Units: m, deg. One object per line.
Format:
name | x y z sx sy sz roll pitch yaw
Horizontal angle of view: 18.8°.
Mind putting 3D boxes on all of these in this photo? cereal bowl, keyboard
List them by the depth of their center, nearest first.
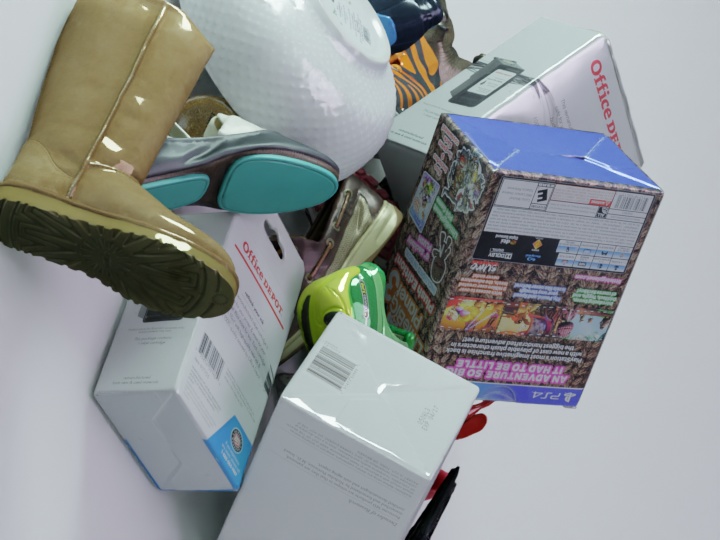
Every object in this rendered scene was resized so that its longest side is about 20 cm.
cereal bowl | -0.039 -0.169 1.604 0.200 0.083 0.201 43 25 -26
keyboard | 0.051 0.225 1.731 0.104 0.040 0.200 -57 176 13

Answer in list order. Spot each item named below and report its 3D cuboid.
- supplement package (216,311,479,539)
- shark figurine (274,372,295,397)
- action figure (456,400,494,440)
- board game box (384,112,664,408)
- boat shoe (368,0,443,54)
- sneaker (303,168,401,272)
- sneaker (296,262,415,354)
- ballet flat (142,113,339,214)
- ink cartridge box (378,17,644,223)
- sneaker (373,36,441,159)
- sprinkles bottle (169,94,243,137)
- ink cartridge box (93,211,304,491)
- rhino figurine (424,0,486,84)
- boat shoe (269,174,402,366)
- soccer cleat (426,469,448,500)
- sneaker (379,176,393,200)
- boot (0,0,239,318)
supplement package | -0.018 0.157 1.555 0.201 0.119 0.121 -66 174 35
shark figurine | -0.013 0.192 1.730 0.127 0.089 0.216 3 74 -32
action figure | 0.084 0.101 1.854 0.066 0.099 0.200 60 -12 -2
board game box | 0.117 -0.005 1.697 0.158 0.097 0.201 6 117 -29
boat shoe | 0.022 -0.218 1.766 0.200 0.068 0.085 -116 -170 -58
sneaker | 0.000 0.000 1.785 0.081 0.074 0.201 -45 114 -39
sneaker | 0.012 0.083 1.635 0.083 0.074 0.201 -34 131 -29
ballet flat | -0.106 -0.076 1.486 0.199 0.073 0.074 -7 93 -33
ink cartridge box | 0.125 -0.095 1.800 0.200 0.083 0.146 -35 124 -24
sneaker | 0.007 -0.154 1.833 0.200 0.077 0.113 9 62 -58
sprinkles bottle | -0.071 -0.098 1.637 0.200 0.068 0.069 -10 96 -66
ink cartridge box | -0.109 0.041 1.535 0.116 0.067 0.201 63 33 -43
rhino figurine | 0.085 -0.173 2.009 0.088 0.059 0.201 -57 135 -51
boat shoe | -0.048 0.002 1.669 0.072 0.072 0.200 45 62 -11
soccer cleat | 0.016 0.119 1.799 0.068 0.073 0.201 -70 147 -42
sneaker | 0.078 0.002 1.892 0.200 0.070 0.094 53 -6 26
boot | -0.133 -0.083 1.398 0.066 0.174 0.201 119 -7 -51
